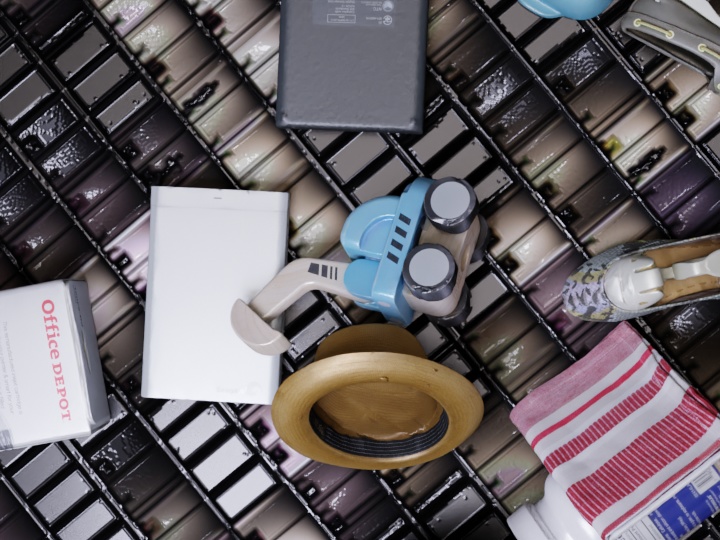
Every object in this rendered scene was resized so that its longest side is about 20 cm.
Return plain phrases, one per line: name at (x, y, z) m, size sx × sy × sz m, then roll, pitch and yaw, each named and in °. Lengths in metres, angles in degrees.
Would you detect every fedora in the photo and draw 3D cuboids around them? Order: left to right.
fedora at (0.014, 0.106, 1.194) m, size 0.200 × 0.201 × 0.082 m, roll -6°, pitch 53°, yaw 4°

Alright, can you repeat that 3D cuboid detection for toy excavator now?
toy excavator at (0.000, 0.000, 1.208) m, size 0.199 × 0.100 × 0.195 m, roll 13°, pitch 74°, yaw 20°

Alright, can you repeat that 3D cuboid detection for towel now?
towel at (0.223, 0.135, 1.156) m, size 0.144 × 0.200 × 0.023 m, roll -39°, pitch 120°, yaw 3°

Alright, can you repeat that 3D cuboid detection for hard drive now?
hard drive at (-0.137, 0.023, 1.256) m, size 0.131 × 0.026 × 0.201 m, roll 3°, pitch 90°, yaw 4°
hard drive at (-0.006, -0.231, 1.242) m, size 0.139 × 0.033 × 0.201 m, roll 3°, pitch 90°, yaw 4°

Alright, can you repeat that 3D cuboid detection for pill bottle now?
pill bottle at (0.238, 0.202, 1.186) m, size 0.200 × 0.116 × 0.116 m, roll -37°, pitch 88°, yaw 3°

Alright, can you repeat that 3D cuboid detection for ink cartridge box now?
ink cartridge box at (-0.347, 0.095, 1.240) m, size 0.199 × 0.083 × 0.146 m, roll -10°, pitch 89°, yaw 3°

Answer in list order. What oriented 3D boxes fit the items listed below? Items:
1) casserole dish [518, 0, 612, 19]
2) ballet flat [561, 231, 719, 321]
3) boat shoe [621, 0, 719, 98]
casserole dish at (0.212, -0.329, 1.225) m, size 0.121 × 0.039 × 0.200 m, roll 31°, pitch 93°, yaw 4°
ballet flat at (0.284, 0.001, 1.206) m, size 0.200 × 0.072 × 0.072 m, roll -12°, pitch 89°, yaw 4°
boat shoe at (0.331, -0.190, 1.203) m, size 0.202 × 0.072 × 0.060 m, roll 38°, pitch 94°, yaw 9°
